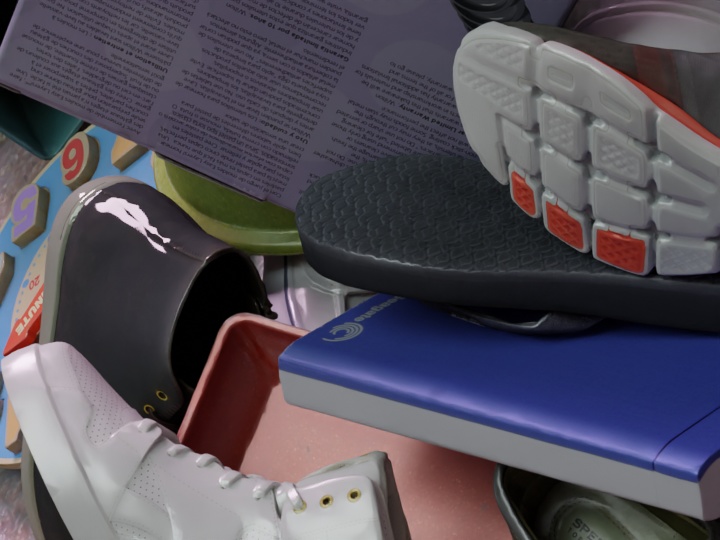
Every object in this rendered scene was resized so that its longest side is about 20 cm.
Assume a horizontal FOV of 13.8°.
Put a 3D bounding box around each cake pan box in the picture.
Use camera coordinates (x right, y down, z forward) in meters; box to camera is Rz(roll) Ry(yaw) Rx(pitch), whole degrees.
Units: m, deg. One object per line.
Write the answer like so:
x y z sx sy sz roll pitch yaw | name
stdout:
-0.025 -0.112 1.109 0.052 0.199 0.185 -73 7 -52 | cake pan box

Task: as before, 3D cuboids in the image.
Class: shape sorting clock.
-0.133 0.003 1.427 0.200 0.039 0.201 -28 47 34 | shape sorting clock

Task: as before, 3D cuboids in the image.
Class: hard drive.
0.085 0.032 1.075 0.199 0.025 0.132 13 32 44 | hard drive

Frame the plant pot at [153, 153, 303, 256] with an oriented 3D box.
-0.032 -0.142 1.226 0.199 0.190 0.201 -17 39 14 | plant pot

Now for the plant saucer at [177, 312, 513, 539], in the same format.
0.005 0.135 1.125 0.199 0.037 0.200 15 76 26 | plant saucer

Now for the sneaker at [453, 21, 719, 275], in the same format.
0.129 -0.043 1.038 0.199 0.077 0.082 24 43 18 | sneaker

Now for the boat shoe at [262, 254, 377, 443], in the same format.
0.000 0.000 1.246 0.065 0.073 0.200 -43 40 27 | boat shoe

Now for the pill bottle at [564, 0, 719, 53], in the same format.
0.130 -0.145 1.163 0.111 0.111 0.201 -15 55 43 | pill bottle

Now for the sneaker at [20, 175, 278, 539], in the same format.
-0.087 0.070 1.238 0.106 0.075 0.201 29 125 54 | sneaker

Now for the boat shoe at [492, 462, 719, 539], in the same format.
0.117 0.120 1.010 0.201 0.066 0.072 34 89 42 | boat shoe

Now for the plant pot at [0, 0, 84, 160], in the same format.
-0.194 -0.184 1.549 0.142 0.141 0.200 -51 30 10 | plant pot

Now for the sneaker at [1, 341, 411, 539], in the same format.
-0.044 0.088 1.105 0.115 0.074 0.200 -35 72 3 | sneaker

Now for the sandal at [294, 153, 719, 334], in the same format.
0.067 0.002 1.081 0.199 0.043 0.076 10 35 19 | sandal
